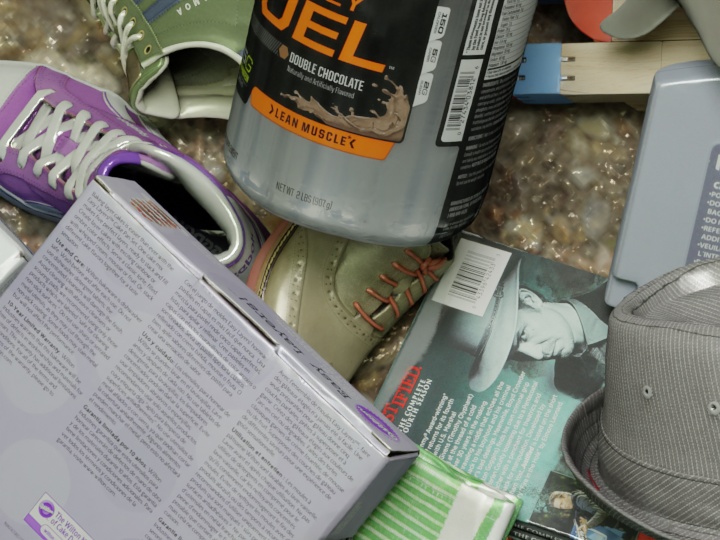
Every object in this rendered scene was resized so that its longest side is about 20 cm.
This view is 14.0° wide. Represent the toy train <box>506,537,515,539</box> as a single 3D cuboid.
[{"bbox_3d":[-0.027,0.132,1.371,0.200,0.056,0.150,-31,73,0],"label":"toy train"}]

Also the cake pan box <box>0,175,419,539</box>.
[{"bbox_3d":[-0.098,0.088,1.312,0.200,0.052,0.184,41,104,16],"label":"cake pan box"}]

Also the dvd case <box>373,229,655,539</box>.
[{"bbox_3d":[0.111,0.068,1.360,0.200,0.022,0.146,18,57,12],"label":"dvd case"}]

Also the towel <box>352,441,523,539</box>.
[{"bbox_3d":[-0.044,0.126,1.331,0.200,0.023,0.153,25,94,17],"label":"towel"}]

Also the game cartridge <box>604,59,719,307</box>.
[{"bbox_3d":[0.222,-0.026,1.342,0.199,0.041,0.133,13,114,3],"label":"game cartridge"}]

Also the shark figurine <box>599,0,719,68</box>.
[{"bbox_3d":[0.103,-0.160,1.336,0.214,0.089,0.128,11,77,39],"label":"shark figurine"}]

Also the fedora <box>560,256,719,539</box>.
[{"bbox_3d":[0.180,0.049,1.258,0.177,0.091,0.200,-24,28,-36],"label":"fedora"}]

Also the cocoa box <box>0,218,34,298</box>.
[{"bbox_3d":[-0.253,-0.011,1.405,0.133,0.131,0.200,-45,73,-5],"label":"cocoa box"}]

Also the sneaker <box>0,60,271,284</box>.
[{"bbox_3d":[-0.126,-0.055,1.408,0.200,0.114,0.073,30,83,16],"label":"sneaker"}]

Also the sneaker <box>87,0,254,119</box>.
[{"bbox_3d":[-0.095,-0.119,1.424,0.200,0.067,0.090,23,66,24],"label":"sneaker"}]

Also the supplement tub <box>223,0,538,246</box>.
[{"bbox_3d":[0.017,-0.122,1.287,0.122,0.123,0.200,20,115,13],"label":"supplement tub"}]

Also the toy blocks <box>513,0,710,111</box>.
[{"bbox_3d":[0.137,-0.155,1.413,0.136,0.100,0.201,1,83,22],"label":"toy blocks"}]

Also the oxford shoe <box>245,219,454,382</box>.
[{"bbox_3d":[0.000,0.000,1.380,0.075,0.070,0.200,9,71,33],"label":"oxford shoe"}]
